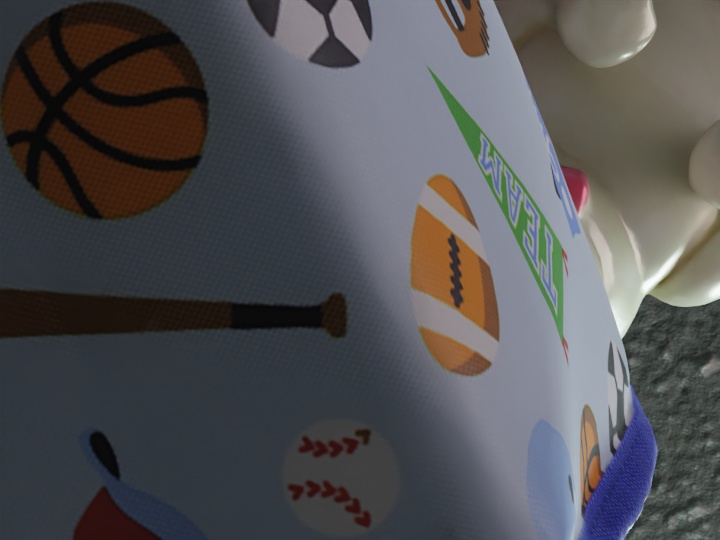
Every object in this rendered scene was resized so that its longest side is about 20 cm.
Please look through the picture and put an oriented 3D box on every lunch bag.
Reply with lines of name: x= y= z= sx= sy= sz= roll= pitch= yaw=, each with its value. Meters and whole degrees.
lunch bag: x=-0.033 y=-0.023 z=0.456 sx=0.171 sy=0.123 sz=0.200 roll=66 pitch=16 yaw=-7

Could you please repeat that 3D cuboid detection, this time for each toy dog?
toy dog: x=0.066 y=-0.038 z=0.969 sx=0.194 sy=0.140 sz=0.200 roll=-25 pitch=-163 yaw=51
